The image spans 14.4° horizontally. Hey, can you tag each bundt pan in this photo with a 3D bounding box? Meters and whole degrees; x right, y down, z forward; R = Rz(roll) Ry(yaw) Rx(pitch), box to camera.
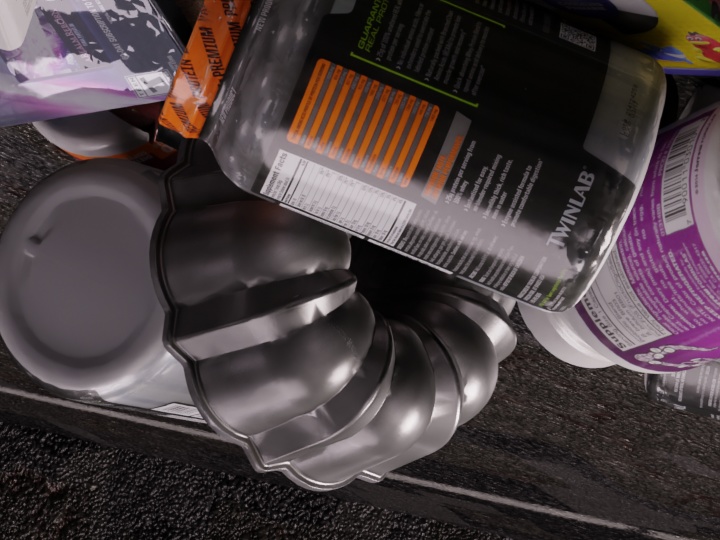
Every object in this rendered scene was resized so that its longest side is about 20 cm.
[{"bbox_3d":[0.000,0.000,1.339,0.202,0.202,0.076,25,153,-37],"label":"bundt pan"}]

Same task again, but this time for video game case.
[{"bbox_3d":[-0.185,-0.121,1.329,0.199,0.019,0.143,-8,138,24],"label":"video game case"}]

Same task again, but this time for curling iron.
[{"bbox_3d":[-0.109,-0.076,1.457,0.200,0.026,0.050,27,-157,-19],"label":"curling iron"}]

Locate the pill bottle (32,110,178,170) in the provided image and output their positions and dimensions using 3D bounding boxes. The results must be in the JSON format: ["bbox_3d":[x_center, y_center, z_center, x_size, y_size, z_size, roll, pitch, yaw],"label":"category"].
[{"bbox_3d":[-0.094,-0.087,1.588,0.114,0.114,0.200,11,168,29],"label":"pill bottle"}]

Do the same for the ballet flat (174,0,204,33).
[{"bbox_3d":[-0.049,-0.103,1.407,0.067,0.068,0.200,-5,164,22],"label":"ballet flat"}]

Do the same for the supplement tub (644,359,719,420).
[{"bbox_3d":[0.273,0.041,1.646,0.199,0.123,0.123,14,169,11],"label":"supplement tub"}]

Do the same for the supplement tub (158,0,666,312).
[{"bbox_3d":[0.021,-0.071,1.235,0.200,0.123,0.123,23,169,-4],"label":"supplement tub"}]

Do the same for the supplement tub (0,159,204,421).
[{"bbox_3d":[-0.092,0.015,1.487,0.122,0.123,0.200,11,178,27],"label":"supplement tub"}]

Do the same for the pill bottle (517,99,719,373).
[{"bbox_3d":[0.157,-0.013,1.330,0.112,0.113,0.200,21,158,-22],"label":"pill bottle"}]

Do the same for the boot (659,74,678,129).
[{"bbox_3d":[0.047,-0.108,1.391,0.154,0.072,0.200,12,169,38],"label":"boot"}]

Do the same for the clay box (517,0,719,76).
[{"bbox_3d":[0.091,-0.140,1.214,0.115,0.048,0.200,7,166,45],"label":"clay box"}]

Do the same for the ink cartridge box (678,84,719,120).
[{"bbox_3d":[0.213,-0.030,1.525,0.115,0.067,0.200,16,169,2],"label":"ink cartridge box"}]

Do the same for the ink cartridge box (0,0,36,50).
[{"bbox_3d":[-0.157,-0.187,1.100,0.084,0.145,0.200,16,169,2],"label":"ink cartridge box"}]
